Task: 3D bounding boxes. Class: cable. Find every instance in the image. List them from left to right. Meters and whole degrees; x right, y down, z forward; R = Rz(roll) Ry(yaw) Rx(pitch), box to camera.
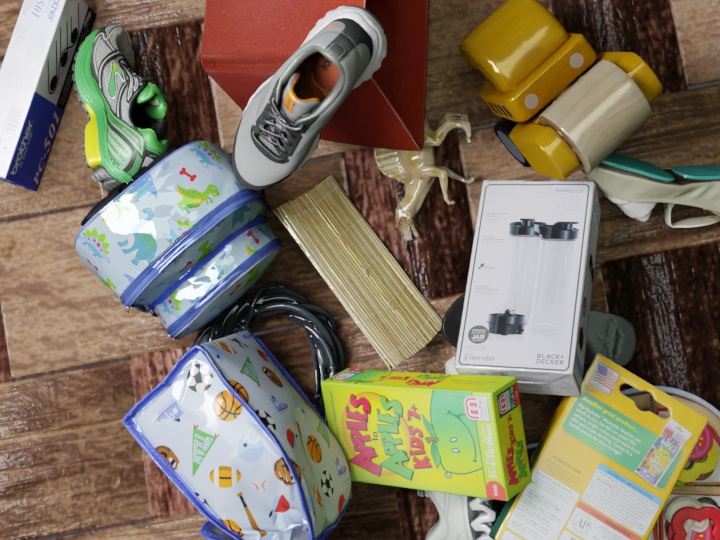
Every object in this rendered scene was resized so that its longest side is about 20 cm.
[{"bbox_3d":[-0.098,0.113,1.150,0.161,0.051,0.202,1,90,7],"label":"cable"}]

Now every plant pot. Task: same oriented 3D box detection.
[{"bbox_3d":[-0.044,-0.238,1.090,0.174,0.200,0.202,-2,72,18],"label":"plant pot"}]

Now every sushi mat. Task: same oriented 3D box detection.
[{"bbox_3d":[0.000,0.000,1.138,0.201,0.095,0.012,53,134,5],"label":"sushi mat"}]

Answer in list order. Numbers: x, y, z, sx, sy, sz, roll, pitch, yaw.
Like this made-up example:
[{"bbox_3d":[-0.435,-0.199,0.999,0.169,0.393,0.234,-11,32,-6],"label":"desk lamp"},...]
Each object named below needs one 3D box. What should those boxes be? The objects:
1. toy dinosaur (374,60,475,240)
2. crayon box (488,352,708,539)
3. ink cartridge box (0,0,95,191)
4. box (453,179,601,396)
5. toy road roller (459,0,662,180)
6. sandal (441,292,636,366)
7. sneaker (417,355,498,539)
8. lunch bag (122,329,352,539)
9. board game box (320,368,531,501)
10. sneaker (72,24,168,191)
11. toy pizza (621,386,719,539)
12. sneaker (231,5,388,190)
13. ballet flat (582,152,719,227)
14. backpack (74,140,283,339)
[{"bbox_3d":[0.062,-0.135,1.151,0.100,0.058,0.202,-6,86,3],"label":"toy dinosaur"},{"bbox_3d":[0.225,0.197,1.071,0.125,0.052,0.201,30,83,4],"label":"crayon box"},{"bbox_3d":[-0.333,-0.188,1.154,0.044,0.094,0.202,18,88,4],"label":"ink cartridge box"},{"bbox_3d":[0.164,0.014,1.087,0.115,0.060,0.202,1,65,21],"label":"box"},{"bbox_3d":[0.177,-0.182,1.081,0.123,0.200,0.146,-42,107,0],"label":"toy road roller"},{"bbox_3d":[0.181,0.057,1.137,0.198,0.045,0.076,7,86,3],"label":"sandal"},{"bbox_3d":[0.093,0.186,1.123,0.080,0.075,0.202,-5,85,11],"label":"sneaker"},{"bbox_3d":[-0.097,0.169,1.038,0.124,0.170,0.200,-45,85,11],"label":"lunch bag"},{"bbox_3d":[0.059,0.152,1.069,0.198,0.047,0.103,-1,104,39],"label":"board game box"},{"bbox_3d":[-0.229,-0.170,1.127,0.085,0.078,0.202,-28,57,18],"label":"sneaker"},{"bbox_3d":[0.294,0.217,1.121,0.198,0.032,0.203,0,86,3],"label":"toy pizza"},{"bbox_3d":[-0.058,-0.138,0.952,0.074,0.079,0.200,41,129,-1],"label":"sneaker"},{"bbox_3d":[0.300,-0.075,1.117,0.198,0.069,0.070,5,86,-16],"label":"ballet flat"},{"bbox_3d":[-0.165,-0.030,1.082,0.183,0.200,0.147,-41,85,-2],"label":"backpack"}]
